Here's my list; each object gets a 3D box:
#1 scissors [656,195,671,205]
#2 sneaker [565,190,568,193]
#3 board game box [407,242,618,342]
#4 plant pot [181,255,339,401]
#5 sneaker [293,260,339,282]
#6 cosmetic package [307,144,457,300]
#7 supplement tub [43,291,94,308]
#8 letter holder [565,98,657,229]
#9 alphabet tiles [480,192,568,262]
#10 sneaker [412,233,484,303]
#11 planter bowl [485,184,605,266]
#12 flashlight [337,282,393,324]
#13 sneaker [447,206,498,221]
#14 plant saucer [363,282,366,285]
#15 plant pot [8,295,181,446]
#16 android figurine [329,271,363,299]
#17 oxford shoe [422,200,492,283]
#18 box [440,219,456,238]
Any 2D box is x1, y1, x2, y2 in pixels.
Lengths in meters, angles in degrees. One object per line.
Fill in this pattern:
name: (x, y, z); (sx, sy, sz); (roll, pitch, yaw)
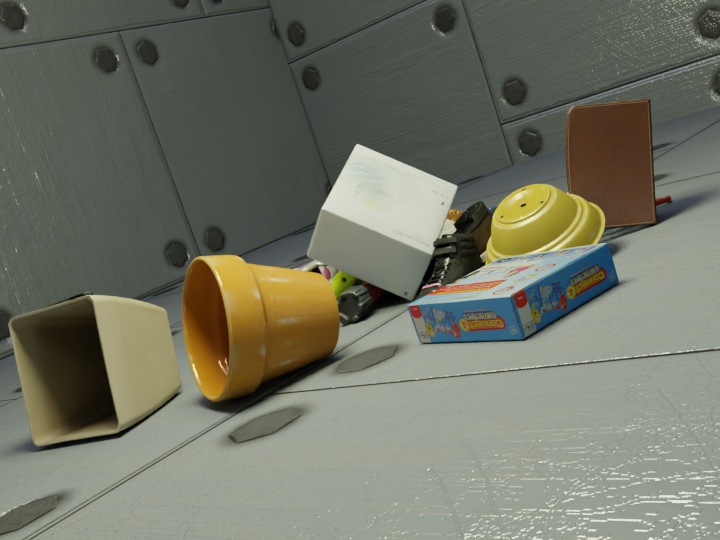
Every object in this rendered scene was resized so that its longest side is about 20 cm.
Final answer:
scissors: (0.456, -0.110, 1.631); (0.198, 0.014, 0.073); (-12, 8, -6)
sneaker: (0.393, -0.111, 1.708); (0.199, 0.072, 0.083); (-25, 10, 12)
board game box: (0.198, 0.031, 1.193); (0.195, 0.056, 0.199); (-25, 9, -34)
plant pot: (-0.137, 0.073, 1.296); (0.182, 0.202, 0.200); (-6, 0, -29)
sneaker: (-0.074, 0.004, 2.014); (0.199, 0.082, 0.088); (-31, 12, -20)
cosmetic package: (0.040, -0.086, 1.569); (0.123, 0.198, 0.201); (111, -178, -45)
supplement tub: (-0.933, 0.154, 2.891); (0.199, 0.123, 0.122); (-23, 9, -31)
letter holder: (0.398, -0.172, 1.495); (0.141, 0.202, 0.101); (-6, 7, -2)
alphabet tiles: (0.297, -0.079, 1.572); (0.200, 0.015, 0.195); (-35, 0, 36)
sneaker: (0.127, 0.000, 1.426); (0.070, 0.100, 0.200); (-10, 13, 40)
planter bowl: (0.263, -0.073, 1.386); (0.199, 0.084, 0.201); (-27, 27, 15)
flashlight: (0.024, 0.030, 1.596); (0.068, 0.068, 0.200); (-15, 8, 28)
sneaker: (0.217, -0.087, 1.932); (0.198, 0.076, 0.088); (-4, -10, -18)
plant saucer: (0.071, -0.013, 1.901); (0.199, 0.038, 0.200); (-18, 8, 3)
plant pot: (-0.397, 0.144, 1.415); (0.199, 0.202, 0.177); (-14, -2, 32)
android figurine: (0.000, 0.000, 1.711); (0.200, 0.041, 0.182); (-48, -9, 29)
oxford shoe: (0.187, -0.033, 1.629); (0.200, 0.085, 0.073); (-47, 16, -27)
box: (0.126, -0.069, 1.803); (0.082, 0.069, 0.200); (-23, 29, -31)
